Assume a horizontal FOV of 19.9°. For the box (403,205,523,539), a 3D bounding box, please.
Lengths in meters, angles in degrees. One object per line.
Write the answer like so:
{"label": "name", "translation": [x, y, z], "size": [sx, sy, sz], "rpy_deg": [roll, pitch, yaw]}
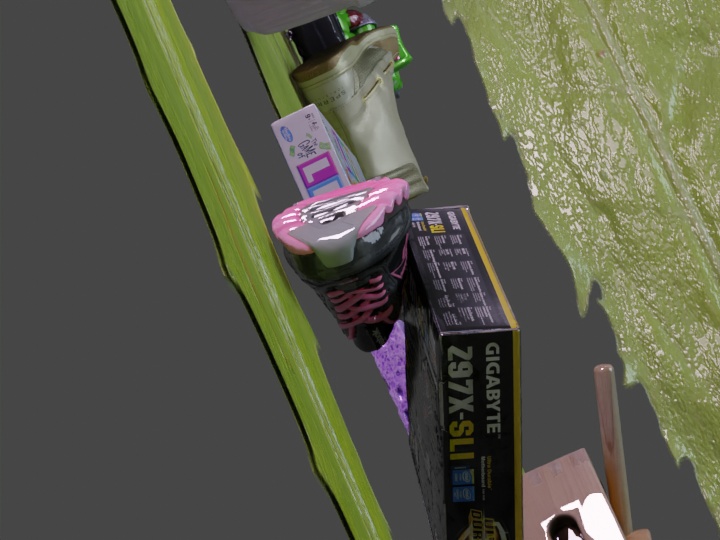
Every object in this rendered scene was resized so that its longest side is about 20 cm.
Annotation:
{"label": "box", "translation": [0.057, 0.070, 1.190], "size": [0.200, 0.049, 0.161], "rpy_deg": [-104, -167, -69]}

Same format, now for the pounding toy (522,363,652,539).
{"label": "pounding toy", "translation": [0.171, 0.215, 1.495], "size": [0.184, 0.142, 0.200], "rpy_deg": [61, 6, -48]}

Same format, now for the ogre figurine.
{"label": "ogre figurine", "translation": [-0.010, -0.250, 2.242], "size": [0.120, 0.098, 0.200], "rpy_deg": [54, -11, 18]}

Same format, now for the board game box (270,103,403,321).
{"label": "board game box", "translation": [-0.006, -0.032, 1.443], "size": [0.200, 0.034, 0.135], "rpy_deg": [40, 25, -80]}

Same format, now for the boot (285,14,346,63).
{"label": "boot", "translation": [-0.061, -0.287, 1.986], "size": [0.201, 0.065, 0.165], "rpy_deg": [61, 13, -18]}

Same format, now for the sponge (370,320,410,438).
{"label": "sponge", "translation": [0.062, 0.135, 1.360], "size": [0.112, 0.030, 0.201], "rpy_deg": [52, 15, -73]}

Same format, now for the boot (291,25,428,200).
{"label": "boot", "translation": [0.014, -0.136, 1.861], "size": [0.156, 0.073, 0.200], "rpy_deg": [65, 19, -8]}

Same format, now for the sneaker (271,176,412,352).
{"label": "sneaker", "translation": [0.000, 0.000, 1.151], "size": [0.200, 0.079, 0.096], "rpy_deg": [-48, 125, -84]}

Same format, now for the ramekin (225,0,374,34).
{"label": "ramekin", "translation": [-0.072, -0.269, 1.503], "size": [0.200, 0.105, 0.201], "rpy_deg": [-25, 90, -86]}
